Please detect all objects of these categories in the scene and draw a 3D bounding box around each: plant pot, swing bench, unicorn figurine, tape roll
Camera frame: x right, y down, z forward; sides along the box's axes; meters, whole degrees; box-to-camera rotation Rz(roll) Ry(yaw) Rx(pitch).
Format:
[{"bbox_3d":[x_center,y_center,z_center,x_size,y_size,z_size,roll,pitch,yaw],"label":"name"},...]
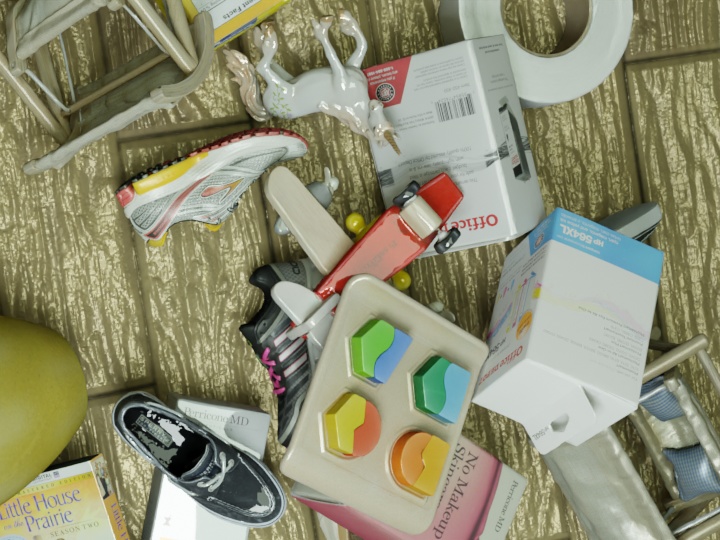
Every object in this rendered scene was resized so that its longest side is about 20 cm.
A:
[{"bbox_3d":[-0.345,0.124,1.408,0.141,0.199,0.202,-17,96,-39],"label":"plant pot"},{"bbox_3d":[-0.256,-0.224,1.391,0.130,0.198,0.201,-37,104,-54],"label":"swing bench"},{"bbox_3d":[-0.036,-0.189,1.498,0.074,0.198,0.139,-32,116,-51],"label":"unicorn figurine"},{"bbox_3d":[0.311,0.199,1.587,0.199,0.130,0.200,-34,99,-11],"label":"swing bench"},{"bbox_3d":[0.188,-0.277,1.583,0.200,0.071,0.205,0,91,-14],"label":"tape roll"}]

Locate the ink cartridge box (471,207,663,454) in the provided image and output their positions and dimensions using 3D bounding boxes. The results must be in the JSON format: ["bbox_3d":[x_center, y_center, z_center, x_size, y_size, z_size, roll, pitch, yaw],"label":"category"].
[{"bbox_3d":[0.203,0.068,1.465,0.124,0.129,0.201,23,59,-11],"label":"ink cartridge box"}]

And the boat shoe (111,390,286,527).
[{"bbox_3d":[-0.153,0.186,1.432,0.200,0.068,0.072,40,82,-11],"label":"boat shoe"}]

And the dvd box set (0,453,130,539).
[{"bbox_3d":[-0.289,0.292,1.456,0.145,0.029,0.202,-15,96,19],"label":"dvd box set"}]

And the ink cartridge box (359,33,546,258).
[{"bbox_3d":[0.093,-0.125,1.519,0.083,0.146,0.202,-21,99,-55],"label":"ink cartridge box"}]

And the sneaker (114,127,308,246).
[{"bbox_3d":[-0.144,-0.088,1.506,0.198,0.078,0.083,-24,101,-3],"label":"sneaker"}]

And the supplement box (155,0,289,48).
[{"bbox_3d":[-0.167,-0.325,1.471,0.108,0.109,0.201,-33,98,-11],"label":"supplement box"}]

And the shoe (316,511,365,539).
[{"bbox_3d":[-0.012,0.242,1.557,0.070,0.053,0.202,-20,100,-34],"label":"shoe"}]

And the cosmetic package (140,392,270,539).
[{"bbox_3d":[-0.161,0.233,1.503,0.100,0.071,0.202,11,88,-14],"label":"cosmetic package"}]

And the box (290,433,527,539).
[{"bbox_3d":[0.051,0.219,1.502,0.199,0.109,0.129,35,70,-29],"label":"box"}]

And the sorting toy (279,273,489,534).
[{"bbox_3d":[0.031,0.129,1.397,0.184,0.036,0.202,31,74,-32],"label":"sorting toy"}]

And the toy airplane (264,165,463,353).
[{"bbox_3d":[0.000,0.000,1.470,0.197,0.141,0.202,2,93,-6],"label":"toy airplane"}]

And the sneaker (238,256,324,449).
[{"bbox_3d":[-0.084,0.082,1.521,0.087,0.074,0.202,4,85,-15],"label":"sneaker"}]

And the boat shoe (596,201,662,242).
[{"bbox_3d":[0.250,0.002,1.604,0.199,0.074,0.068,-35,102,-9],"label":"boat shoe"}]
